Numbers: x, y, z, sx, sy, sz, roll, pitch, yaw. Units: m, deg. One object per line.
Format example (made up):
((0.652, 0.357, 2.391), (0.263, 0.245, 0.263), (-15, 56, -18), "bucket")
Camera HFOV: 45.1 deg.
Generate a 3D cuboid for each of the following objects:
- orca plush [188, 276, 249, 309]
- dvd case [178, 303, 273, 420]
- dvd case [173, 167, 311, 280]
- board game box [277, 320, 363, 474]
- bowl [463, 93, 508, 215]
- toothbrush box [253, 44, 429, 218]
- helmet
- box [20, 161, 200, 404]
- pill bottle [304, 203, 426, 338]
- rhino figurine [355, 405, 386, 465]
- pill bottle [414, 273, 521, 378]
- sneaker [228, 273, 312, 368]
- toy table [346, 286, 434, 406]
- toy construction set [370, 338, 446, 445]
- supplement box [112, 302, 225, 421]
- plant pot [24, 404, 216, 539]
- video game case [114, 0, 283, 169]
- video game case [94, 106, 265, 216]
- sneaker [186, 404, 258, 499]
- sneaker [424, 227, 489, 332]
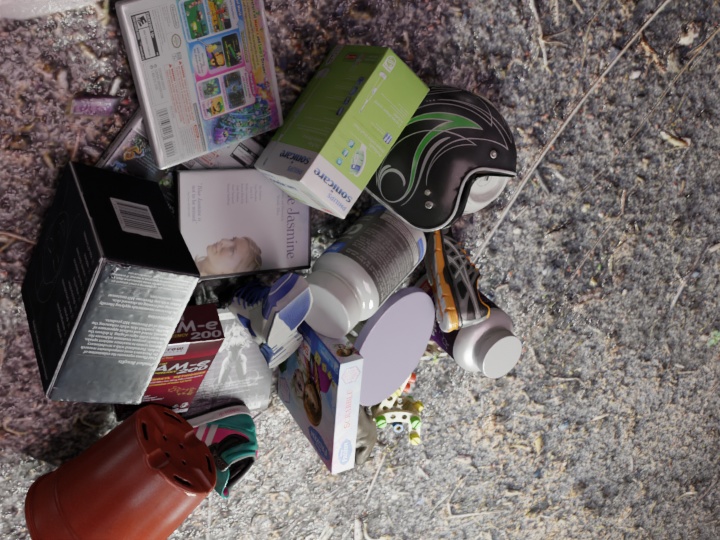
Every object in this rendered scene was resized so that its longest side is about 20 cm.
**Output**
((-0.205, 0.021, 1.175), (0.199, 0.071, 0.106), (-23, 145, -33), "orca plush")
((-0.197, 0.137, 1.315), (0.147, 0.016, 0.202), (-6, 122, -30), "dvd case")
((-0.153, -0.064, 1.160), (0.198, 0.017, 0.145), (-7, 103, -33), "dvd case")
((-0.065, 0.162, 1.297), (0.041, 0.200, 0.202), (-11, 123, -26), "board game box")
((0.167, -0.160, 1.326), (0.199, 0.094, 0.203), (-17, 126, -26), "bowl")
((-0.027, -0.183, 1.113), (0.086, 0.145, 0.201), (39, 82, -33), "toothbrush box")
((0.107, -0.156, 1.180), (0.199, 0.200, 0.192), (28, 103, -42), "helmet")
((-0.301, 0.015, 1.022), (0.123, 0.201, 0.198), (12, 120, -38), "box")
((0.000, 0.000, 1.250), (0.200, 0.113, 0.115), (-46, 140, -39), "pill bottle")
((-0.011, 0.281, 1.504), (0.088, 0.060, 0.201), (-47, 137, -15), "rhino figurine")
((0.170, 0.086, 1.409), (0.111, 0.200, 0.114), (-17, 126, -25), "pill bottle")
((-0.137, 0.052, 1.205), (0.080, 0.115, 0.200), (-38, 165, -25), "sneaker")
((0.022, 0.095, 1.371), (0.183, 0.117, 0.201), (32, 97, -42), "toy table")
((0.079, 0.193, 1.488), (0.130, 0.092, 0.202), (20, 99, -15), "toy construction set")
((-0.266, 0.126, 1.177), (0.108, 0.061, 0.201), (-5, 146, -32), "supplement box")
((-0.314, 0.301, 1.187), (0.195, 0.202, 0.200), (-41, 134, 12), "plant pot")
((-0.188, -0.245, 1.053), (0.181, 0.024, 0.202), (-26, 124, -28), "video game case")
((-0.230, -0.126, 1.123), (0.182, 0.023, 0.199), (-51, 134, 3), "video game case")
((-0.239, 0.290, 1.300), (0.198, 0.121, 0.084), (-19, 142, -18), "sneaker")
((0.148, 0.004, 1.356), (0.076, 0.202, 0.079), (-4, 150, -7), "sneaker")
